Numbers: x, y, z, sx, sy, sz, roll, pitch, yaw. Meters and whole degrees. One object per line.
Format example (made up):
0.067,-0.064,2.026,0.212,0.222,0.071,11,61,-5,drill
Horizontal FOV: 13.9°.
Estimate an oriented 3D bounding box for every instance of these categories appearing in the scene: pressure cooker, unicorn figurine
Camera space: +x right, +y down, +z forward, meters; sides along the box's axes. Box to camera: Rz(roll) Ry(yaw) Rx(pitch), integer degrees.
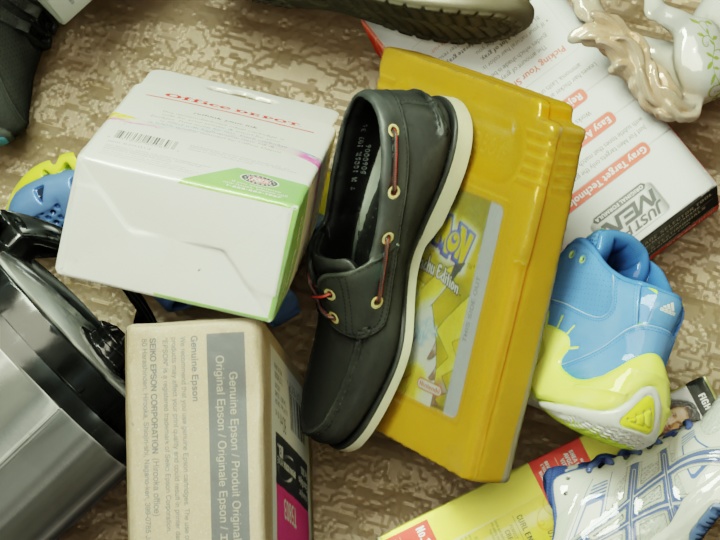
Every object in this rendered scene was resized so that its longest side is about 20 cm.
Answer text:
-0.202,0.069,1.595,0.200,0.176,0.179,-43,80,0,pressure cooker
0.211,-0.149,1.641,0.137,0.074,0.200,45,73,5,unicorn figurine

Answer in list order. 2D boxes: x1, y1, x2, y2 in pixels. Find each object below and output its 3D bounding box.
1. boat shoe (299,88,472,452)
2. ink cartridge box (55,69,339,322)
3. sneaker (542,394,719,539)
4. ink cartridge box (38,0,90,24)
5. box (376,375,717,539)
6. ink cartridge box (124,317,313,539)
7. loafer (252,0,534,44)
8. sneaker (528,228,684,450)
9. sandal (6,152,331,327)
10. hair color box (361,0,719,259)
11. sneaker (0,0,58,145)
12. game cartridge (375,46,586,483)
-0.001,-0.001,1.555,0.063,0.074,0.201,7,109,-30,boat shoe
-0.080,-0.043,1.553,0.117,0.200,0.067,13,108,3,ink cartridge box
0.142,0.117,1.542,0.088,0.075,0.200,39,86,10,sneaker
-0.147,-0.262,1.637,0.200,0.083,0.145,-43,67,-2,ink cartridge box
0.114,0.134,1.605,0.200,0.050,0.075,-26,79,1,box
-0.070,0.123,1.553,0.075,0.200,0.165,-4,78,5,ink cartridge box
0.003,-0.174,1.616,0.200,0.076,0.067,13,82,17,loafer
0.112,0.025,1.571,0.200,0.076,0.105,25,92,55,sneaker
-0.103,-0.017,1.648,0.200,0.079,0.087,4,72,10,sandal
0.101,-0.088,1.650,0.102,0.061,0.200,-37,75,-1,hair color box
-0.194,-0.171,1.699,0.082,0.073,0.200,-2,78,8,sneaker
0.043,-0.007,1.568,0.032,0.176,0.200,5,101,-32,game cartridge
